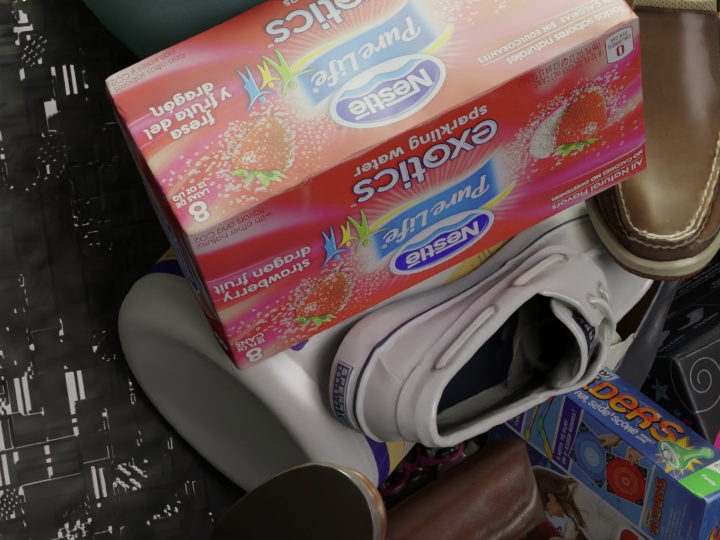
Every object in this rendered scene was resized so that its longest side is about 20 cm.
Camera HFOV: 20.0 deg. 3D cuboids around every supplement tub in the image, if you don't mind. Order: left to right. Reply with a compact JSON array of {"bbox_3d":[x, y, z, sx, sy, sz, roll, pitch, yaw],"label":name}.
[{"bbox_3d":[0.000,0.000,0.951,0.200,0.145,0.146,-48,111,-24],"label":"supplement tub"}]

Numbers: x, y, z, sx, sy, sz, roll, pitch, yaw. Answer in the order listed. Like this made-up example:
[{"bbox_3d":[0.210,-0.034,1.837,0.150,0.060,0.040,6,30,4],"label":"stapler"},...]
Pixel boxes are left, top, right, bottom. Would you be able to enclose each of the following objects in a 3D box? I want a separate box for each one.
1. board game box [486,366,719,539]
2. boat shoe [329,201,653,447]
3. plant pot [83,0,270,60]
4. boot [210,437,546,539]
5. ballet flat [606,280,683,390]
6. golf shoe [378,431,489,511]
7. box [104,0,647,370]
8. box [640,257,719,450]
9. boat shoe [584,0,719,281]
[{"bbox_3d":[0.107,0.146,0.966,0.034,0.135,0.201,-19,131,-35],"label":"board game box"},{"bbox_3d":[0.077,0.028,0.884,0.199,0.065,0.074,-31,126,-36],"label":"boat shoe"},{"bbox_3d":[-0.037,-0.149,0.919,0.200,0.200,0.135,-37,124,-27],"label":"plant pot"},{"bbox_3d":[0.022,0.107,0.861,0.199,0.187,0.064,-23,67,-41],"label":"boot"},{"bbox_3d":[0.120,0.007,0.996,0.073,0.073,0.201,30,92,-27],"label":"ballet flat"},{"bbox_3d":[0.001,0.130,0.999,0.200,0.072,0.092,-40,133,-25],"label":"golf shoe"},{"bbox_3d":[0.010,-0.059,0.836,0.199,0.096,0.100,-26,145,-8],"label":"box"},{"bbox_3d":[0.207,0.107,1.090,0.132,0.114,0.201,-29,104,-30],"label":"box"},{"bbox_3d":[0.132,-0.096,0.905,0.074,0.075,0.204,0,58,6],"label":"boat shoe"}]
